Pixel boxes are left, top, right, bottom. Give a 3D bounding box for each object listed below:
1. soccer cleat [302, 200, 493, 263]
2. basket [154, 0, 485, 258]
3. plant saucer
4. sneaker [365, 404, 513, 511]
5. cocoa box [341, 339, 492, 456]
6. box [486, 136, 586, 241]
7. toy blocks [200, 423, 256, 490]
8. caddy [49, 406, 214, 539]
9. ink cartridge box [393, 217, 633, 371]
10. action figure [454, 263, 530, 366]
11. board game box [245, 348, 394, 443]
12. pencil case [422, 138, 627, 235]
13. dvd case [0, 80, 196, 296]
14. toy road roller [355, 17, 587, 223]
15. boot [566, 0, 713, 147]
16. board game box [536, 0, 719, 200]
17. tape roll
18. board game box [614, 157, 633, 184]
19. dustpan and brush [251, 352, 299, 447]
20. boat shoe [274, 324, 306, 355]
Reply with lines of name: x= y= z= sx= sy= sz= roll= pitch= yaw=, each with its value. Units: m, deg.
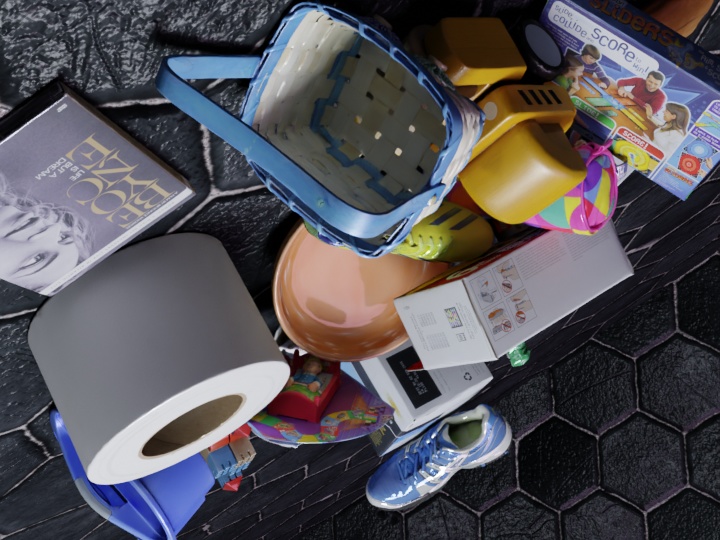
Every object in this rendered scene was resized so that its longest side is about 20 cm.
soccer cleat: x=0.038 y=-0.034 z=0.882 sx=0.197 sy=0.084 sz=0.066 roll=11 pitch=116 yaw=-19
basket: x=-0.018 y=-0.096 z=0.629 sx=0.199 sy=0.176 sz=0.140 roll=-30 pitch=153 yaw=-54
plant saucer: x=0.000 y=0.000 z=0.971 sx=0.197 sy=0.038 sz=0.203 roll=-12 pitch=122 yaw=-19
sneaker: x=0.089 y=0.222 z=1.153 sx=0.198 sy=0.076 sz=0.077 roll=-32 pitch=143 yaw=1
cocoa box: x=0.042 y=0.100 z=1.170 sx=0.132 sy=0.202 sz=0.132 roll=-22 pitch=160 yaw=-29
box: x=0.203 y=-0.095 z=1.045 sx=0.109 sy=0.035 sz=0.200 roll=-26 pitch=-171 yaw=21
toy blocks: x=-0.179 y=0.190 z=1.141 sx=0.099 sy=0.138 sz=0.201 roll=-20 pitch=158 yaw=-30
caddy: x=-0.250 y=0.212 z=1.006 sx=0.105 sy=0.200 sz=0.142 roll=-40 pitch=170 yaw=-32
ink cartridge box: x=0.142 y=0.019 z=0.962 sx=0.198 sy=0.085 sz=0.175 roll=-27 pitch=-177 yaw=-29
action figure: x=0.150 y=0.028 z=1.163 sx=0.054 sy=0.202 sz=0.118 roll=-33 pitch=161 yaw=10
board game box: x=-0.061 y=0.116 z=0.986 sx=0.156 sy=0.199 sz=0.040 roll=-7 pitch=110 yaw=-32
pencil case: x=0.154 y=-0.089 z=0.910 sx=0.198 sy=0.090 sz=0.088 roll=10 pitch=-166 yaw=41
dvd case: x=-0.216 y=-0.046 z=0.665 sx=0.148 sy=0.016 sz=0.200 roll=-34 pitch=162 yaw=4
toy road roller: x=0.103 y=-0.117 z=0.781 sx=0.198 sy=0.148 sz=0.123 roll=-11 pitch=160 yaw=-45
boot: x=0.269 y=-0.217 z=0.993 sx=0.199 sy=0.069 sz=0.189 roll=-35 pitch=156 yaw=-16
board game box: x=0.238 y=-0.160 z=0.833 sx=0.035 sy=0.199 sz=0.136 roll=-52 pitch=172 yaw=-27
tape roll: x=-0.181 y=0.082 z=0.855 sx=0.201 sy=0.140 sz=0.203 roll=-29 pitch=161 yaw=-11
board game box: x=0.340 y=-0.162 z=1.269 sx=0.198 sy=0.026 sz=0.201 roll=-17 pitch=156 yaw=-38
dustpan and brush: x=-0.116 y=0.149 z=1.172 sx=0.199 sy=0.057 sz=0.141 roll=-18 pitch=-139 yaw=55
boat shoe: x=-0.050 y=0.032 z=1.051 sx=0.068 sy=0.071 sz=0.201 roll=0 pitch=137 yaw=-25
